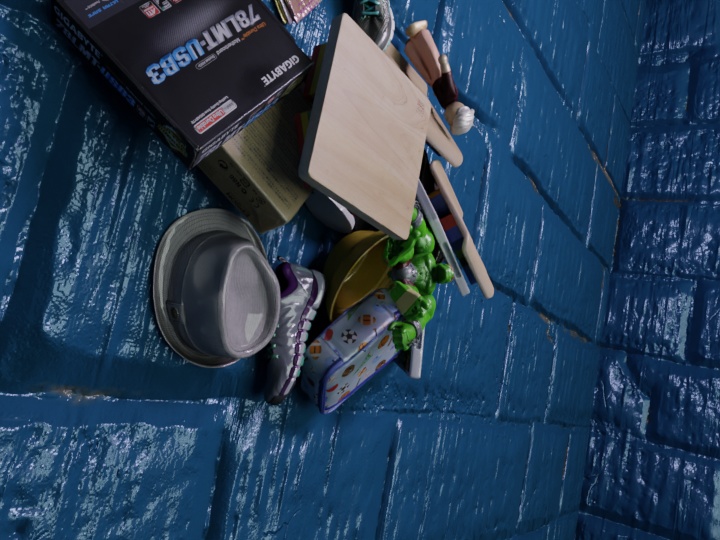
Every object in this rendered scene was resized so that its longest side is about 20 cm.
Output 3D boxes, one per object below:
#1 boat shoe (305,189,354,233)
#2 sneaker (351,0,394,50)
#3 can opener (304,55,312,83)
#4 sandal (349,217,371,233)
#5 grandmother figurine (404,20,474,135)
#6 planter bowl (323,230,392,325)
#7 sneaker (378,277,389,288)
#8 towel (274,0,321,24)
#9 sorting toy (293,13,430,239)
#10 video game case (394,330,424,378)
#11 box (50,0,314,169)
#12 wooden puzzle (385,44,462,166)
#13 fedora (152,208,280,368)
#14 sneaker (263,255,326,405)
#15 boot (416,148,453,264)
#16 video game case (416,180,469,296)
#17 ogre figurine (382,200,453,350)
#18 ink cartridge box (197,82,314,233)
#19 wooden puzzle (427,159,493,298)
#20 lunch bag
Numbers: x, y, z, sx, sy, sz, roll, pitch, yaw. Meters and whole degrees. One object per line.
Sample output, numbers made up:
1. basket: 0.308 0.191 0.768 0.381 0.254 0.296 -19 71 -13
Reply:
1. boat shoe: -0.059 -0.138 0.871 0.201 0.069 0.065 53 55 -41
2. sneaker: 0.013 -0.445 0.914 0.091 0.075 0.206 27 64 -74
3. can opener: -0.022 -0.258 0.913 0.199 0.062 0.081 26 73 -52
4. sandal: 0.025 -0.137 1.004 0.201 0.047 0.077 -46 138 -40
5. grandmother figurine: 0.140 -0.330 1.021 0.204 0.060 0.121 65 9 10
6. planter bowl: 0.000 0.000 0.933 0.199 0.083 0.203 -35 148 -26
7. sneaker: 0.048 0.036 1.039 0.072 0.076 0.206 -21 109 -49
8. towel: -0.083 -0.467 0.837 0.202 0.022 0.145 -57 136 -34
9. sorting toy: -0.004 -0.166 0.730 0.198 0.068 0.204 27 69 -48
10. video game case: 0.090 0.085 1.045 0.200 0.021 0.188 169 -74 -85
11. box: -0.179 -0.242 0.618 0.199 0.050 0.200 46 57 -6
12. wooden puzzle: 0.096 -0.290 1.030 0.184 0.046 0.204 26 39 -52
13. fedora: -0.161 0.027 0.723 0.174 0.089 0.206 -6 101 -47
14. sneaker: -0.120 0.085 0.837 0.086 0.074 0.205 25 71 -27
15. boot: 0.116 -0.108 1.095 0.173 0.068 0.206 18 80 -64
16. video game case: 0.129 -0.066 0.979 0.201 0.018 0.145 57 11 -47
17. ogre figurine: 0.078 0.002 0.849 0.119 0.096 0.205 -1 72 -65
18. ink cartridge box: -0.129 -0.178 0.718 0.201 0.074 0.166 49 53 -21
19. wooden puzzle: 0.171 -0.068 1.033 0.186 0.045 0.204 51 20 -51
20. lunch bag: -0.004 0.129 0.917 0.198 0.075 0.162 -33 149 -28
